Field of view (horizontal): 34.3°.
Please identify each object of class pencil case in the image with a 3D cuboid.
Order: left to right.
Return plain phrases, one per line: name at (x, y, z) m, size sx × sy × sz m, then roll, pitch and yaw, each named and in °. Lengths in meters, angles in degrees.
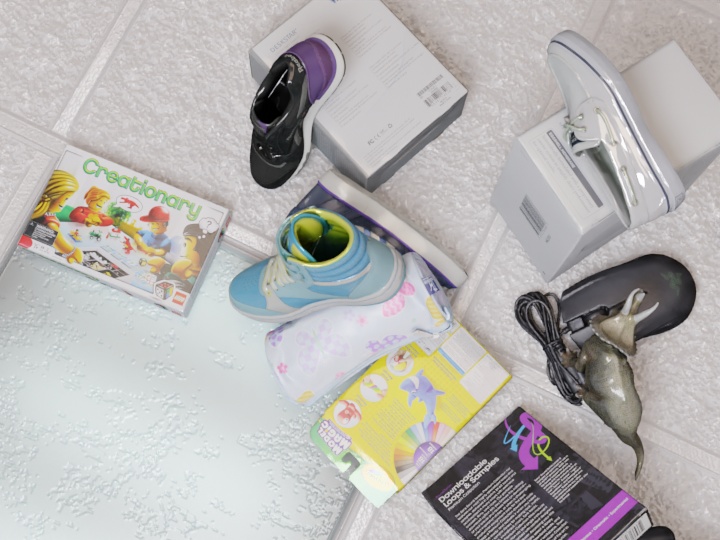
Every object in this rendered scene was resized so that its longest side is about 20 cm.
pencil case at (-0.002, 0.062, 1.210) m, size 0.199 × 0.083 × 0.091 m, roll -29°, pitch 91°, yaw 12°

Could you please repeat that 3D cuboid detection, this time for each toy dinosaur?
toy dinosaur at (0.254, 0.119, 1.188) m, size 0.076 × 0.102 × 0.202 m, roll -3°, pitch 91°, yaw -4°

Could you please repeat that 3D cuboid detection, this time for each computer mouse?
computer mouse at (0.281, 0.046, 1.265) m, size 0.199 × 0.053 × 0.139 m, roll -27°, pitch 77°, yaw -8°

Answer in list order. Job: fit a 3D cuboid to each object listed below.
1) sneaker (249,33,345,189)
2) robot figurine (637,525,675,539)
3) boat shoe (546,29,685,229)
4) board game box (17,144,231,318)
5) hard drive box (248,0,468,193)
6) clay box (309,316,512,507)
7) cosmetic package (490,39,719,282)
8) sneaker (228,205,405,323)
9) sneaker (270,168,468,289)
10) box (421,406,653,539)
sneaker at (-0.093, -0.160, 1.234) m, size 0.076 × 0.201 × 0.087 m, roll 41°, pitch 43°, yaw 15°
robot figurine at (0.273, 0.342, 1.151) m, size 0.198 × 0.151 × 0.125 m, roll -10°, pitch 52°, yaw -4°
boat shoe at (0.225, -0.132, 1.091) m, size 0.067 × 0.074 × 0.201 m, roll -31°, pitch 79°, yaw -11°
board game box at (-0.258, -0.044, 1.282) m, size 0.199 × 0.035 × 0.127 m, roll 21°, pitch 76°, yaw 4°
hard drive box at (-0.003, -0.210, 1.310) m, size 0.156 × 0.077 × 0.200 m, roll -40°, pitch 81°, yaw -11°
clay box at (0.051, 0.144, 1.236) m, size 0.200 × 0.048 × 0.115 m, roll -43°, pitch 80°, yaw -10°
cosmetic package at (0.260, -0.110, 1.228) m, size 0.199 × 0.199 × 0.123 m, roll -31°, pitch 78°, yaw -9°
sneaker at (-0.069, -0.010, 1.147) m, size 0.199 × 0.130 × 0.080 m, roll -12°, pitch 62°, yaw 26°
sneaker at (0.000, 0.000, 1.268) m, size 0.199 × 0.081 × 0.147 m, roll 35°, pitch 99°, yaw -10°
box at (0.171, 0.237, 1.163) m, size 0.143 × 0.036 × 0.200 m, roll -39°, pitch 40°, yaw -10°
